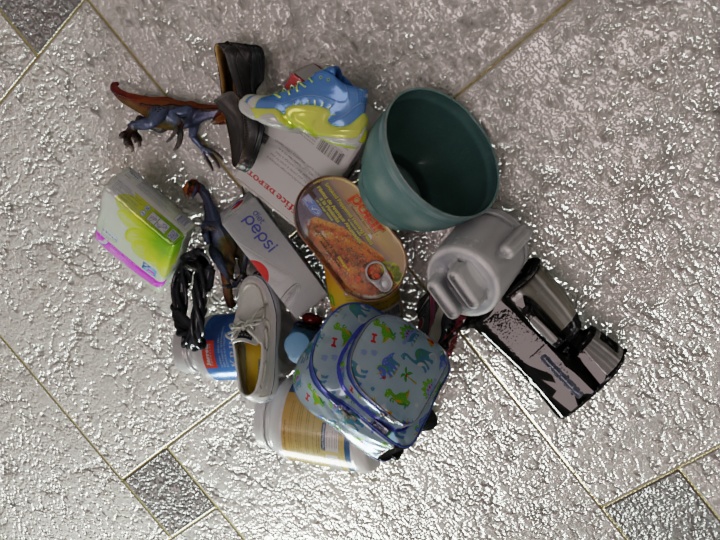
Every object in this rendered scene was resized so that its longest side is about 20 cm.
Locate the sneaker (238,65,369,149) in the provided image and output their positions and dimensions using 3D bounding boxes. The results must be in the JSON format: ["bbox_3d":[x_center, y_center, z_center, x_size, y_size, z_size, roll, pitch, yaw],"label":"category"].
[{"bbox_3d":[-0.073,-0.243,1.511,0.198,0.076,0.106,18,97,15],"label":"sneaker"}]

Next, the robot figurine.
[{"bbox_3d":[0.168,-0.014,1.509,0.169,0.200,0.113,-25,105,40],"label":"robot figurine"}]

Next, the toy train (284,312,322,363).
[{"bbox_3d":[-0.023,0.133,1.700,0.198,0.116,0.086,15,94,7],"label":"toy train"}]

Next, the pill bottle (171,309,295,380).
[{"bbox_3d":[-0.212,0.127,1.792,0.198,0.112,0.113,-7,109,25],"label":"pill bottle"}]

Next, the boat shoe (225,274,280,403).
[{"bbox_3d":[-0.175,0.102,1.667,0.074,0.086,0.204,-6,78,22],"label":"boat shoe"}]

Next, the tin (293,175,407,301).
[{"bbox_3d":[-0.014,-0.048,1.558,0.112,0.042,0.201,-37,95,7],"label":"tin"}]

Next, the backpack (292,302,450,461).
[{"bbox_3d":[0.017,0.146,1.539,0.199,0.184,0.147,33,147,-1],"label":"backpack"}]

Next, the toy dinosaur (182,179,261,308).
[{"bbox_3d":[-0.242,-0.053,1.746,0.182,0.105,0.200,55,134,15],"label":"toy dinosaur"}]

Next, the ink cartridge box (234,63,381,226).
[{"bbox_3d":[-0.077,-0.184,1.614,0.146,0.083,0.201,38,121,5],"label":"ink cartridge box"}]

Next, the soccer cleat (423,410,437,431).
[{"bbox_3d":[0.061,0.234,1.686,0.067,0.082,0.200,-19,149,27],"label":"soccer cleat"}]

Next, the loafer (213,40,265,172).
[{"bbox_3d":[-0.186,-0.244,1.587,0.073,0.072,0.202,-28,61,52],"label":"loafer"}]

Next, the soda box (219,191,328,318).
[{"bbox_3d":[-0.136,-0.025,1.683,0.068,0.063,0.201,-35,111,1],"label":"soda box"}]

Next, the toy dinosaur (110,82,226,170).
[{"bbox_3d":[-0.289,-0.246,1.674,0.180,0.105,0.202,-25,90,10],"label":"toy dinosaur"}]

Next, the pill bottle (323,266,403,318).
[{"bbox_3d":[0.000,0.000,1.645,0.110,0.111,0.202,-1,111,23],"label":"pill bottle"}]

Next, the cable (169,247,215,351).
[{"bbox_3d":[-0.270,0.049,1.732,0.200,0.050,0.165,166,102,-68],"label":"cable"}]

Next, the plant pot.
[{"bbox_3d":[0.078,-0.137,1.515,0.201,0.200,0.134,51,137,-4],"label":"plant pot"}]

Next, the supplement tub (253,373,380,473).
[{"bbox_3d":[-0.062,0.247,1.760,0.198,0.145,0.146,6,114,20],"label":"supplement tub"}]

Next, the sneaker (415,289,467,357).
[{"bbox_3d":[0.113,0.088,1.662,0.074,0.080,0.201,36,116,25],"label":"sneaker"}]

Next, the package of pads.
[{"bbox_3d":[-0.358,-0.067,1.756,0.154,0.068,0.200,40,149,2],"label":"package of pads"}]

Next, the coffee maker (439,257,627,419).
[{"bbox_3d":[0.259,0.111,1.578,0.200,0.135,0.192,47,131,-2],"label":"coffee maker"}]
